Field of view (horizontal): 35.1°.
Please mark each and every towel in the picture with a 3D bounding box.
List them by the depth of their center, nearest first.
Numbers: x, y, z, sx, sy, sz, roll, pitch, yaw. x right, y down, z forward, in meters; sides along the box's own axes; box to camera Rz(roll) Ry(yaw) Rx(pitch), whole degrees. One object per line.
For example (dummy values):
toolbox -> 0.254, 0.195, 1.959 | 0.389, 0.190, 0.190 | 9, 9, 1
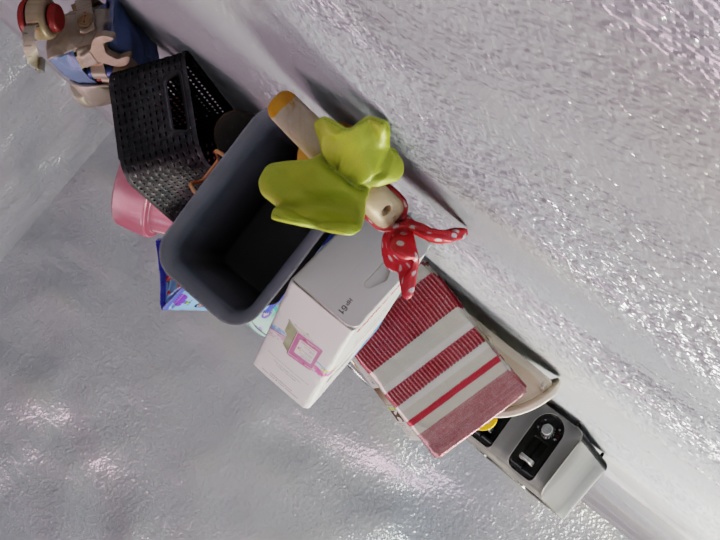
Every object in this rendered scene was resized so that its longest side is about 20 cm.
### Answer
towel -> 0.080, 0.103, 1.325 | 0.200, 0.144, 0.023 | 52, -160, 1

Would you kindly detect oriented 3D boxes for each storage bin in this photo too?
storage bin -> -0.095, -0.055, 1.155 | 0.145, 0.200, 0.134 | 39, -175, 11
storage bin -> -0.201, -0.143, 1.300 | 0.200, 0.093, 0.136 | 55, -158, -70

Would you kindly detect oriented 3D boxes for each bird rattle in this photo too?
bird rattle -> 0.000, -0.079, 0.935 | 0.163, 0.113, 0.200 | 50, -165, 32

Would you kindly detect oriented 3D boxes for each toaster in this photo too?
toaster -> 0.257, 0.259, 1.691 | 0.181, 0.119, 0.200 | 37, 175, 35

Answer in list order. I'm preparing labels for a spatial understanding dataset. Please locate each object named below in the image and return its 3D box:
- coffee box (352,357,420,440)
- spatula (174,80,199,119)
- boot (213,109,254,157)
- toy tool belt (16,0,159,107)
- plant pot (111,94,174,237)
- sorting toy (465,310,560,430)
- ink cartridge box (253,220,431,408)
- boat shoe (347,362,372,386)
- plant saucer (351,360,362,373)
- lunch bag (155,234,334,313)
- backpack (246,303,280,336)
coffee box -> 0.065, 0.112, 1.506 | 0.201, 0.114, 0.080 | 54, 155, -12
spatula -> -0.188, -0.186, 1.442 | 0.020, 0.057, 0.200 | 2, 155, 25
boot -> -0.107, -0.122, 1.316 | 0.200, 0.074, 0.075 | 40, -177, -42
toy tool belt -> -0.290, -0.262, 1.306 | 0.122, 0.126, 0.200 | -2, 166, 14
plant pot -> -0.225, -0.122, 1.595 | 0.178, 0.201, 0.200 | 23, 174, 4
sorting toy -> 0.147, 0.104, 1.418 | 0.200, 0.107, 0.180 | 39, -166, 8
ink cartridge box -> -0.022, 0.037, 1.202 | 0.085, 0.145, 0.200 | 40, 147, 5
boat shoe -> -0.040, 0.102, 1.648 | 0.201, 0.092, 0.075 | 60, -163, -24
plant saucer -> -0.004, 0.048, 1.601 | 0.201, 0.034, 0.201 | 57, -160, -34
lunch bag -> -0.134, -0.021, 1.348 | 0.150, 0.095, 0.200 | 3, 161, -33
backpack -> -0.114, 0.005, 1.720 | 0.150, 0.200, 0.178 | 37, 174, 29
